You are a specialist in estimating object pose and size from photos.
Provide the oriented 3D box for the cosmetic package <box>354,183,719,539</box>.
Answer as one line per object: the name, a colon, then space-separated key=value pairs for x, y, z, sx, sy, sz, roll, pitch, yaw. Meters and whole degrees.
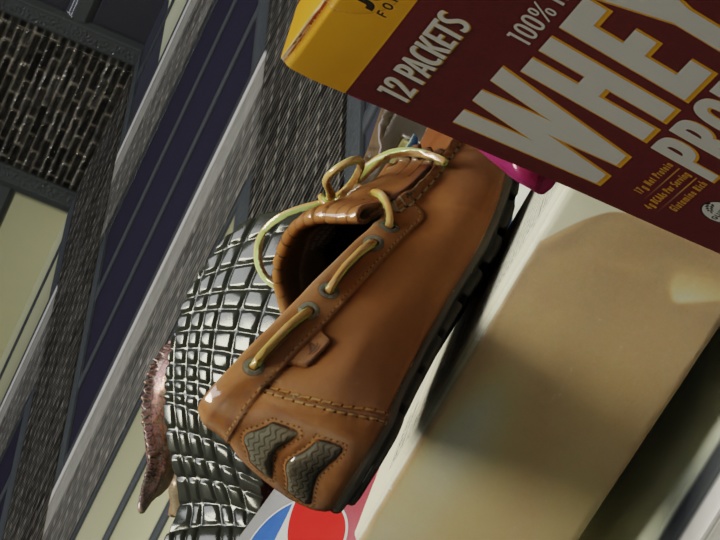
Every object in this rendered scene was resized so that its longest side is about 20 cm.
cosmetic package: x=0.078 y=0.015 z=0.976 sx=0.200 sy=0.071 sz=0.105 roll=-61 pitch=3 yaw=34

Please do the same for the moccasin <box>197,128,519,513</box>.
moccasin: x=-0.001 y=0.001 z=0.973 sx=0.202 sy=0.078 sz=0.074 roll=-59 pitch=-1 yaw=-43

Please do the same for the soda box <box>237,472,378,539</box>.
soda box: x=-0.027 y=0.149 z=1.059 sx=0.063 sy=0.070 sz=0.200 roll=10 pitch=53 yaw=42

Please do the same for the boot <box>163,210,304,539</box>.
boot: x=-0.022 y=0.082 z=1.162 sx=0.067 sy=0.130 sz=0.201 roll=6 pitch=85 yaw=34

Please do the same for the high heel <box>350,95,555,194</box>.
high heel: x=0.024 y=-0.059 z=0.949 sx=0.200 sy=0.067 sz=0.097 roll=154 pitch=133 yaw=-69

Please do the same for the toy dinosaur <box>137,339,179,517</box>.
toy dinosaur: x=-0.050 y=0.045 z=1.366 sx=0.086 sy=0.199 sz=0.136 roll=10 pitch=118 yaw=54

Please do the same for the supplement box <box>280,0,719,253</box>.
supplement box: x=0.109 y=-0.131 z=0.817 sx=0.133 sy=0.197 sz=0.201 roll=132 pitch=158 yaw=-60

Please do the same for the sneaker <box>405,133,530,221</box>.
sneaker: x=0.045 y=-0.035 z=1.186 sx=0.200 sy=0.082 sz=0.074 roll=-79 pitch=-19 yaw=-52

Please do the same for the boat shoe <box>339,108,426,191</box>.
boat shoe: x=0.043 y=-0.050 z=1.314 sx=0.200 sy=0.072 sz=0.076 roll=-54 pitch=-31 yaw=-6
